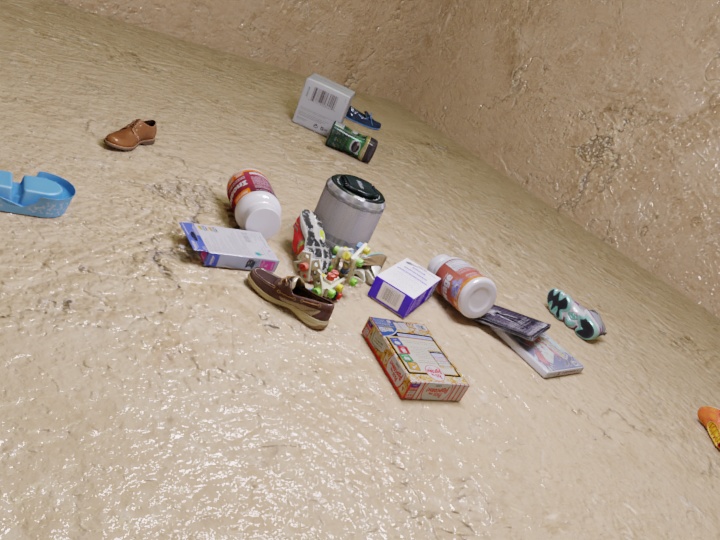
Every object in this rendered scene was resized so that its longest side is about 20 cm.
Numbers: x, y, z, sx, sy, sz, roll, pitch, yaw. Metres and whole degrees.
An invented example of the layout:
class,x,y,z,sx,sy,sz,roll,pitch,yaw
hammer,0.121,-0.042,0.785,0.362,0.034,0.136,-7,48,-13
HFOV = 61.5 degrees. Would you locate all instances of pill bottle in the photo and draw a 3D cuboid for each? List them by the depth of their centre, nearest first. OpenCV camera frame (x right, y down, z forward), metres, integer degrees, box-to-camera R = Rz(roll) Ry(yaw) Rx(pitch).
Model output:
class,x,y,z,sx,sy,sz,roll,pitch,yaw
pill bottle,-0.258,-0.161,1.481,0.113,0.113,0.200,11,27,-29
pill bottle,0.257,0.033,1.585,0.112,0.113,0.200,12,17,-29

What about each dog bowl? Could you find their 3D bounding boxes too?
class,x,y,z,sx,sy,sz,roll,pitch,yaw
dog bowl,-0.653,-0.151,1.149,0.199,0.050,0.112,9,29,-35

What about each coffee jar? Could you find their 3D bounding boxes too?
class,x,y,z,sx,sy,sz,roll,pitch,yaw
coffee jar,-0.034,-0.515,2.437,0.199,0.104,0.085,24,27,-7

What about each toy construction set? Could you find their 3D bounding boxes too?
class,x,y,z,sx,sy,sz,roll,pitch,yaw
toy construction set,-0.063,0.005,1.314,0.092,0.131,0.200,38,27,26

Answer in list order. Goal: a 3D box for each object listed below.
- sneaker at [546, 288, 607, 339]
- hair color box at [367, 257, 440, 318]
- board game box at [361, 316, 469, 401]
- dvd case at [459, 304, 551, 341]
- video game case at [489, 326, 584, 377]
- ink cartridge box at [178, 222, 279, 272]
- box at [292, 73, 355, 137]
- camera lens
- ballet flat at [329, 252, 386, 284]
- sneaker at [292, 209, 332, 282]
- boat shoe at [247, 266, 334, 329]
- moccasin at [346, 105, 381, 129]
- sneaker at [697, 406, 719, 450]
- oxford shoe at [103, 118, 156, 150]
class,x,y,z,sx,sy,sz,roll,pitch,yaw
sneaker,0.670,0.134,1.861,0.140,0.078,0.200,3,42,-44
hair color box,0.111,0.040,1.502,0.109,0.065,0.200,32,26,16
board game box,0.109,0.178,1.237,0.151,0.046,0.200,11,28,-32
dvd case,0.379,0.128,1.582,0.200,0.016,0.149,21,19,30
video game case,0.459,0.198,1.573,0.182,0.023,0.200,2,33,-42
ink cartridge box,-0.288,-0.050,1.317,0.200,0.042,0.119,9,29,-39
box,-0.155,-0.696,2.567,0.198,0.200,0.171,23,26,-4
camera lens,-0.039,-0.129,1.526,0.160,0.200,0.160,21,24,-10
ballet flat,0.000,0.000,1.484,0.200,0.068,0.072,-2,56,-47
sneaker,-0.123,-0.049,1.438,0.077,0.085,0.201,17,47,-31
boat shoe,-0.140,0.039,1.241,0.200,0.072,0.072,33,25,16
moccasin,0.021,-0.769,3.049,0.199,0.068,0.081,14,26,-25
sneaker,0.925,0.416,1.538,0.077,0.073,0.200,7,26,-16
oxford shoe,-0.610,-0.368,1.609,0.071,0.071,0.200,28,25,1
